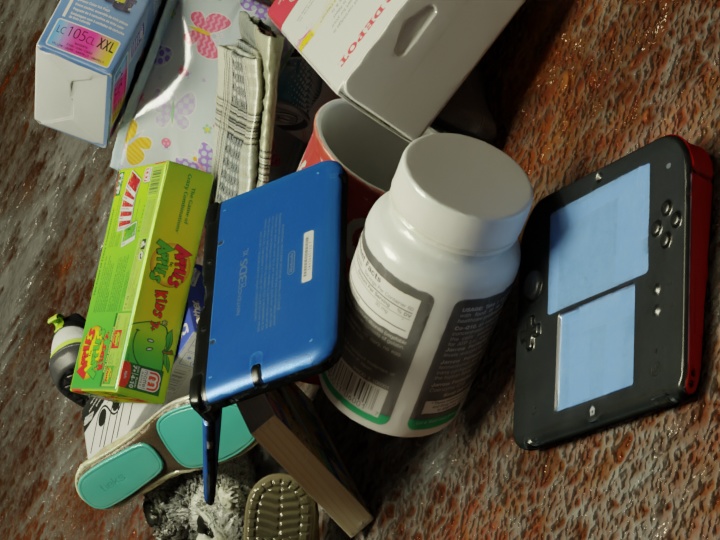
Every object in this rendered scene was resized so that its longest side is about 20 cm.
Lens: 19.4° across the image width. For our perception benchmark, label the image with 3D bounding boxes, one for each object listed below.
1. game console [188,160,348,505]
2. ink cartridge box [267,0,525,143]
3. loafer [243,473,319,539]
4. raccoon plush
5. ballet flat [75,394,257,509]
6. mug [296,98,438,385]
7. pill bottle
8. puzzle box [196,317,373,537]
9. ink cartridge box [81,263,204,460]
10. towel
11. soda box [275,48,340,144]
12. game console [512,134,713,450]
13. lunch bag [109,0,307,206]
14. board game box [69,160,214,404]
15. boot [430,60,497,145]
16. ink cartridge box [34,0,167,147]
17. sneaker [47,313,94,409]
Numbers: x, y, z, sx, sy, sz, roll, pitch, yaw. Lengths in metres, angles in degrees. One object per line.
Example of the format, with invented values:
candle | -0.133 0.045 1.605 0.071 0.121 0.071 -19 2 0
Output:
game console | -0.064 0.045 1.545 0.170 0.118 0.201 -20 43 21
ink cartridge box | 0.023 -0.205 1.611 0.148 0.085 0.200 -52 31 10
loafer | -0.063 0.256 1.657 0.067 0.076 0.201 -14 -64 -75
raccoon plush | -0.113 0.162 1.807 0.134 0.097 0.201 -24 52 50
ballet flat | -0.158 0.140 1.774 0.199 0.068 0.062 -24 15 24
mug | -0.011 -0.004 1.643 0.178 0.133 0.200 -102 33 -51
pill bottle | 0.047 0.011 1.479 0.113 0.113 0.200 -102 26 -48
puzzle box | -0.062 0.115 1.673 0.025 0.133 0.200 -40 30 4
ink cartridge box | -0.180 0.095 1.842 0.200 0.044 0.094 -55 33 30
towel | -0.100 -0.111 1.737 0.193 0.034 0.201 -129 45 -75
soda box | -0.004 -0.201 1.772 0.200 0.068 0.064 -60 -10 9
game console | 0.160 0.016 1.373 0.200 0.031 0.178 -29 49 59
lunch bag | -0.117 -0.147 1.888 0.127 0.169 0.201 -34 -35 -80
board game box | -0.188 0.011 1.802 0.101 0.047 0.201 -4 71 60
boot | 0.081 -0.188 1.644 0.132 0.070 0.200 -56 33 20
ink cartridge box | -0.215 -0.230 1.863 0.137 0.076 0.201 110 -178 -64
sneaker | -0.219 0.102 1.962 0.072 0.200 0.083 -30 43 12
